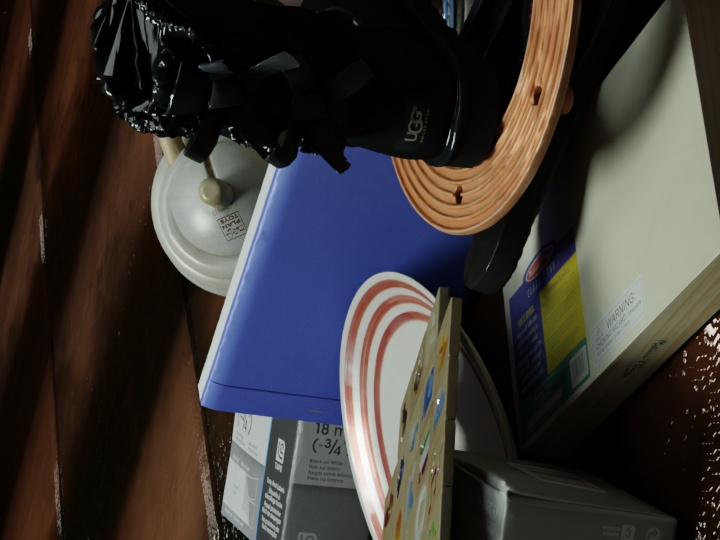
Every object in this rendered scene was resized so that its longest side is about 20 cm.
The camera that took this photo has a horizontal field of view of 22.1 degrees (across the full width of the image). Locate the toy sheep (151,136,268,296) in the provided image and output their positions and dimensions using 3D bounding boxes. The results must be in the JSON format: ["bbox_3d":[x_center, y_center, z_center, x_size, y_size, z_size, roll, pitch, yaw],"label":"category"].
[{"bbox_3d":[-0.082,-0.048,1.242,0.200,0.136,0.139,7,-89,-77],"label":"toy sheep"}]

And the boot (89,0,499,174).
[{"bbox_3d":[-0.042,-0.099,0.836,0.198,0.161,0.074,-131,50,-59],"label":"boot"}]

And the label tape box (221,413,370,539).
[{"bbox_3d":[-0.030,0.074,1.165,0.144,0.063,0.202,-163,81,-71],"label":"label tape box"}]

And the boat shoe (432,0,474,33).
[{"bbox_3d":[0.013,-0.100,1.067,0.201,0.072,0.073,104,159,-45],"label":"boat shoe"}]

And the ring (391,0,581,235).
[{"bbox_3d":[0.055,-0.117,0.837,0.200,0.019,0.203,-177,90,-67],"label":"ring"}]

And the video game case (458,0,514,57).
[{"bbox_3d":[0.092,-0.189,0.892,0.143,0.019,0.201,-66,1,-46],"label":"video game case"}]

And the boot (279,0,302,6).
[{"bbox_3d":[-0.054,-0.171,0.955,0.073,0.165,0.200,61,152,4],"label":"boot"}]

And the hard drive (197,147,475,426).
[{"bbox_3d":[0.000,0.000,0.997,0.025,0.131,0.201,-106,30,-51],"label":"hard drive"}]

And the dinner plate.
[{"bbox_3d":[0.040,0.098,0.943,0.200,0.024,0.202,40,136,53],"label":"dinner plate"}]

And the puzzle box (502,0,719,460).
[{"bbox_3d":[0.116,-0.016,0.828,0.200,0.025,0.134,125,147,-54],"label":"puzzle box"}]

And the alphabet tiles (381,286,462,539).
[{"bbox_3d":[0.024,0.115,0.833,0.167,0.006,0.201,104,173,-49],"label":"alphabet tiles"}]

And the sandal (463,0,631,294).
[{"bbox_3d":[0.081,-0.088,0.862,0.075,0.045,0.202,145,149,-77],"label":"sandal"}]

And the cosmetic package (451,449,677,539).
[{"bbox_3d":[0.066,0.188,0.798,0.107,0.089,0.202,-166,88,-74],"label":"cosmetic package"}]
